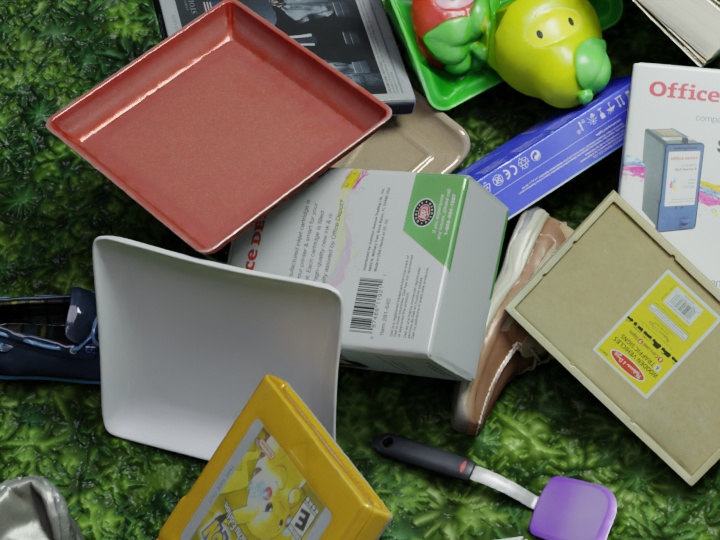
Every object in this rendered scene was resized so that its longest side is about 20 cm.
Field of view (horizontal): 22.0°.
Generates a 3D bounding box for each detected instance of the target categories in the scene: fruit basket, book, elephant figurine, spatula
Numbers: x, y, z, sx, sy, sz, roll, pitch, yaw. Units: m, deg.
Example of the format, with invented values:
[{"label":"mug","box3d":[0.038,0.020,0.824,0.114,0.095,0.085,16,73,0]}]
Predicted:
[{"label":"fruit basket","box3d":[0.133,-0.222,1.572,0.215,0.156,0.216,-19,23,8]},{"label":"book","box3d":[0.259,-0.234,1.548,0.134,0.200,0.048,43,106,6]},{"label":"elephant figurine","box3d":[-0.259,0.219,1.396,0.200,0.155,0.142,10,17,-2]},{"label":"spatula","box3d":[0.102,0.164,1.442,0.200,0.021,0.057,20,65,16]}]

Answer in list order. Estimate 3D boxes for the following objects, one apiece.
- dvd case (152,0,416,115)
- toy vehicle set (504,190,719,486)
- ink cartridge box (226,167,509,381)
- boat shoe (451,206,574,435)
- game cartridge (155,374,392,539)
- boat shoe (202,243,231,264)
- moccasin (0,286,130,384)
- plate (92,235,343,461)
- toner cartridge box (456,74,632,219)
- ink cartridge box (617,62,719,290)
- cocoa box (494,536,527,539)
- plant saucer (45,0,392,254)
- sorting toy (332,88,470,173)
[{"label":"dvd case","box3d":[-0.066,-0.188,1.585,0.200,0.025,0.151,-4,53,-18]},{"label":"toy vehicle set","box3d":[0.224,0.052,1.423,0.200,0.027,0.124,44,98,2]},{"label":"ink cartridge box","box3d":[0.000,0.000,1.456,0.200,0.084,0.145,5,76,31]},{"label":"boat shoe","box3d":[0.130,0.043,1.481,0.072,0.076,0.200,22,72,5]},{"label":"game cartridge","box3d":[-0.078,0.202,1.345,0.200,0.032,0.176,-55,40,10]},{"label":"boat shoe","box3d":[-0.124,-0.088,1.554,0.074,0.062,0.200,-16,62,-1]},{"label":"moccasin","box3d":[-0.228,0.051,1.500,0.200,0.068,0.081,-7,43,0]},{"label":"plate","box3d":[-0.106,0.066,1.425,0.200,0.200,0.032,12,38,13]},{"label":"toner cartridge box","box3d":[0.154,-0.095,1.544,0.200,0.095,0.043,-33,98,-13]},{"label":"ink cartridge box","box3d":[0.277,-0.059,1.468,0.145,0.088,0.200,7,92,9]},{"label":"cocoa box","box3d":[0.069,0.309,1.296,0.133,0.131,0.200,-8,60,1]},{"label":"plant saucer","box3d":[-0.110,-0.109,1.460,0.200,0.037,0.200,-38,57,-24]},{"label":"sorting toy","box3d":[-0.034,-0.093,1.599,0.200,0.036,0.185,-43,65,-13]}]
